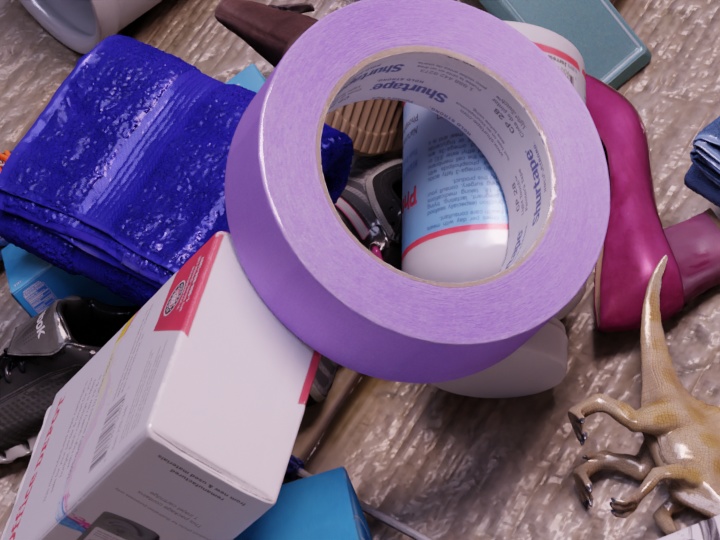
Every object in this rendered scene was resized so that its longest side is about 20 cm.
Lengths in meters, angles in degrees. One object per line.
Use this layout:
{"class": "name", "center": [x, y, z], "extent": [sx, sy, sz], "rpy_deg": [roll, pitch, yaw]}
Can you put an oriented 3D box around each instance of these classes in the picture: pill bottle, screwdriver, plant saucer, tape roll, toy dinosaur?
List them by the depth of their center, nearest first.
{"class": "tape roll", "center": [0.031, -0.044, 1.397], "extent": [0.199, 0.066, 0.201], "rpy_deg": [8, 66, -17]}
{"class": "toy dinosaur", "center": [0.166, 0.091, 1.433], "extent": [0.101, 0.058, 0.201], "rpy_deg": [-14, 52, -12]}
{"class": "screwdriver", "center": [-0.023, 0.118, 1.480], "extent": [0.200, 0.029, 0.028], "rpy_deg": [22, 58, 41]}
{"class": "pill bottle", "center": [0.077, -0.034, 1.510], "extent": [0.108, 0.109, 0.201], "rpy_deg": [-5, 66, 16]}
{"class": "plant saucer", "center": [0.101, -0.193, 1.648], "extent": [0.070, 0.200, 0.019], "rpy_deg": [-40, 3, -16]}

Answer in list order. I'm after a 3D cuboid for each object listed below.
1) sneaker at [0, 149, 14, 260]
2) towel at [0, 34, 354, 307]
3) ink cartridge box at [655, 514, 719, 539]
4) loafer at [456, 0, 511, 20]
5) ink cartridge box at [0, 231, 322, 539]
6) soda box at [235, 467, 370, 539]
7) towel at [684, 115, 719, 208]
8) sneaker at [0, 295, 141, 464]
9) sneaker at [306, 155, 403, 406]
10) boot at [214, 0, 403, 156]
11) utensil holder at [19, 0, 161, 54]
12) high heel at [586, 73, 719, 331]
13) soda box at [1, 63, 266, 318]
{"class": "sneaker", "center": [-0.238, -0.045, 1.687], "extent": [0.200, 0.079, 0.075], "rpy_deg": [-34, 46, -13]}
{"class": "towel", "center": [-0.115, -0.053, 1.528], "extent": [0.199, 0.050, 0.148], "rpy_deg": [25, 78, 32]}
{"class": "ink cartridge box", "center": [0.181, 0.203, 1.284], "extent": [0.199, 0.084, 0.145], "rpy_deg": [-22, 44, -1]}
{"class": "loafer", "center": [0.045, -0.185, 1.732], "extent": [0.070, 0.075, 0.200], "rpy_deg": [-44, 44, -2]}
{"class": "ink cartridge box", "center": [-0.109, 0.095, 1.423], "extent": [0.200, 0.085, 0.148], "rpy_deg": [-44, 22, 46]}
{"class": "soda box", "center": [-0.017, 0.203, 1.363], "extent": [0.068, 0.064, 0.201], "rpy_deg": [-17, 44, 4]}
{"class": "towel", "center": [0.291, -0.044, 1.483], "extent": [0.200, 0.049, 0.112], "rpy_deg": [31, 50, 30]}
{"class": "sneaker", "center": [-0.187, 0.057, 1.557], "extent": [0.199, 0.091, 0.067], "rpy_deg": [-14, 37, 7]}
{"class": "sneaker", "center": [0.000, 0.000, 1.557], "extent": [0.087, 0.074, 0.200], "rpy_deg": [-3, 42, 26]}
{"class": "boot", "center": [-0.034, -0.128, 1.621], "extent": [0.166, 0.200, 0.073], "rpy_deg": [28, 96, 32]}
{"class": "utensil holder", "center": [-0.156, -0.276, 1.817], "extent": [0.200, 0.170, 0.170], "rpy_deg": [-37, 46, -18]}
{"class": "high heel", "center": [0.135, -0.046, 1.552], "extent": [0.096, 0.068, 0.200], "rpy_deg": [-23, 46, -17]}
{"class": "soda box", "center": [-0.122, -0.036, 1.605], "extent": [0.200, 0.064, 0.068], "rpy_deg": [-36, 27, 4]}
